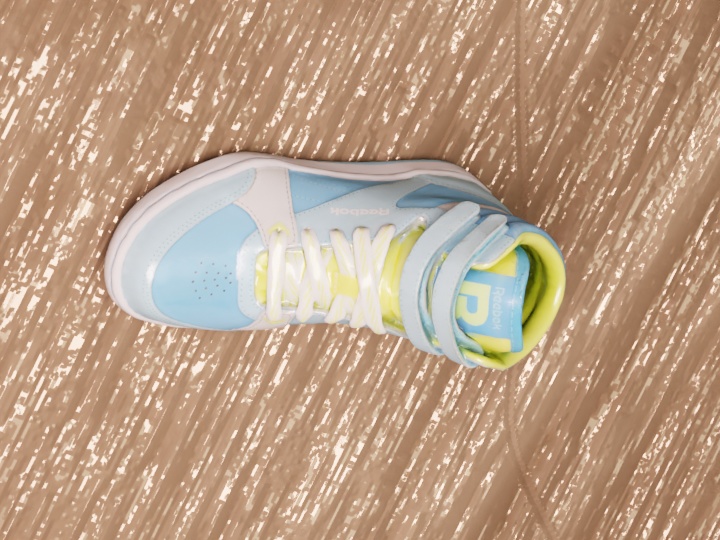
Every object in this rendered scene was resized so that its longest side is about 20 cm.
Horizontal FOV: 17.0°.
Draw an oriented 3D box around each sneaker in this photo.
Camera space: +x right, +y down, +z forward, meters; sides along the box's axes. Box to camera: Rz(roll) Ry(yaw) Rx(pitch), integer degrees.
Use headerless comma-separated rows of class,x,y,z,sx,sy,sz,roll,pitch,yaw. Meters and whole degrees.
sneaker,0.000,0.000,1.038,0.200,0.131,0.080,-10,114,-29
